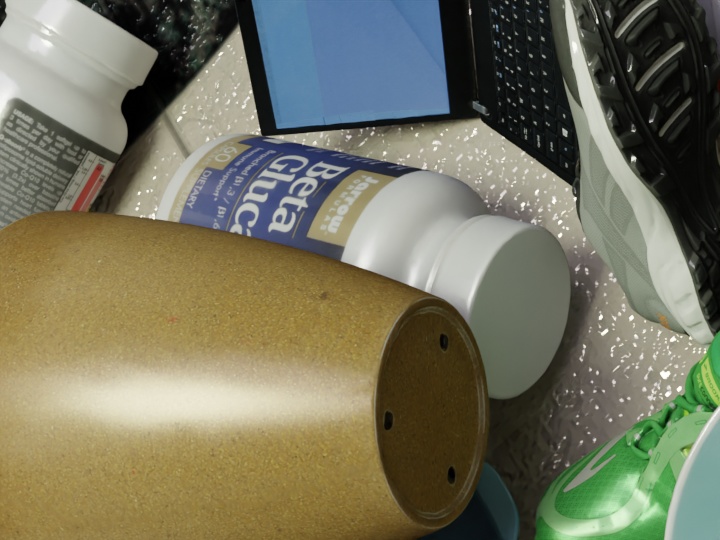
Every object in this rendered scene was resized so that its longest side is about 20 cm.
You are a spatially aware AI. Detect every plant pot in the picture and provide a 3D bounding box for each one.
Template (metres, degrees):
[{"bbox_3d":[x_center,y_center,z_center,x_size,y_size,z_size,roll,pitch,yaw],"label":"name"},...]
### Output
[{"bbox_3d":[-0.053,0.063,0.736,0.198,0.186,0.188,-2,70,33],"label":"plant pot"}]

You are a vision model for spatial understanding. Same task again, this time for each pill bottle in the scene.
[{"bbox_3d":[-0.210,-0.068,1.030,0.116,0.116,0.201,32,92,40],"label":"pill bottle"},{"bbox_3d":[0.000,0.000,0.848,0.199,0.111,0.112,14,80,39],"label":"pill bottle"}]

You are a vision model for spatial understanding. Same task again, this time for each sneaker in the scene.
[{"bbox_3d":[0.153,0.061,0.721,0.199,0.084,0.074,-32,37,18],"label":"sneaker"},{"bbox_3d":[0.117,-0.049,0.740,0.074,0.201,0.079,-41,32,-28],"label":"sneaker"}]

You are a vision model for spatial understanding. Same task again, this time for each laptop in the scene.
[{"bbox_3d":[0.034,-0.110,0.811,0.103,0.178,0.200,-30,47,-21],"label":"laptop"}]

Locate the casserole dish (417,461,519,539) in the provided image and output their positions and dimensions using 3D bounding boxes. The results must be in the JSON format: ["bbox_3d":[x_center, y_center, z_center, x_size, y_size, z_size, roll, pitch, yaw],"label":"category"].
[{"bbox_3d":[0.005,0.169,0.824,0.200,0.039,0.122,-43,53,16],"label":"casserole dish"}]

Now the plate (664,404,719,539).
[{"bbox_3d":[0.216,0.114,0.655,0.198,0.026,0.202,1,93,14],"label":"plate"}]

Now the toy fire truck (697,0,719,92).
[{"bbox_3d":[0.133,-0.152,0.793,0.200,0.111,0.170,152,113,-67],"label":"toy fire truck"}]
